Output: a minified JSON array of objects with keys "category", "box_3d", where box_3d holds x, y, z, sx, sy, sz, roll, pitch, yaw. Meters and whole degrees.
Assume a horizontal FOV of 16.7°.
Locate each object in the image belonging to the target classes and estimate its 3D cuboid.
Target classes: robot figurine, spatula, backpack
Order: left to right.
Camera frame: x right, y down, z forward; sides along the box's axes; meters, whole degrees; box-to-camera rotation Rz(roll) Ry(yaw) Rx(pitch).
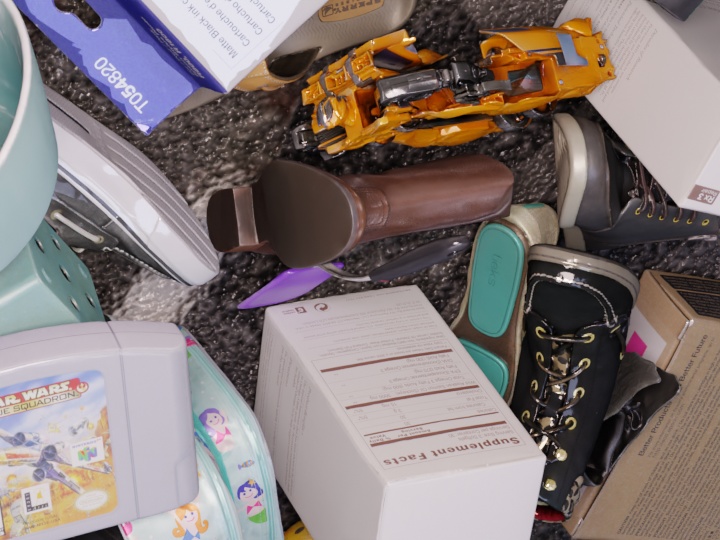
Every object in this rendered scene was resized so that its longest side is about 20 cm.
[{"category":"backpack","box_3d":[-0.133,0.144,1.557,0.150,0.200,0.178,-18,130,-16]},{"category":"spatula","box_3d":[0.000,0.000,1.562,0.056,0.200,0.021,-8,87,-42]},{"category":"robot figurine","box_3d":[0.052,-0.112,1.517,0.200,0.058,0.145,-8,169,-38]}]

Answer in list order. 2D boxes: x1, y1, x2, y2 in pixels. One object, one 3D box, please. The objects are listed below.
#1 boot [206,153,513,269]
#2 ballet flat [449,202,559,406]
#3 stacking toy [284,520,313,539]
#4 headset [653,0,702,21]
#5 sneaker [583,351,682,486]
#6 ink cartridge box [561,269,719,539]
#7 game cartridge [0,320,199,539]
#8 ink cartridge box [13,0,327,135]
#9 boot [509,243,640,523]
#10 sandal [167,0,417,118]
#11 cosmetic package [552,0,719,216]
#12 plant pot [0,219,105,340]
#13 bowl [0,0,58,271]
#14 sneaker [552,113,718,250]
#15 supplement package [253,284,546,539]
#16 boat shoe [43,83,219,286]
[{"category":"boot","box_3d":[0.028,-0.043,1.526,0.200,0.186,0.064,-6,96,-28]},{"category":"ballet flat","box_3d":[0.097,0.041,1.704,0.062,0.067,0.200,-26,142,-49]},{"category":"stacking toy","box_3d":[-0.028,0.224,1.750,0.146,0.146,0.200,38,82,-42]},{"category":"headset","box_3d":[0.138,-0.232,1.487,0.200,0.124,0.094,34,103,-21]},{"category":"sneaker","box_3d":[0.135,0.124,1.754,0.060,0.104,0.200,30,106,-41]},{"category":"ink cartridge box","box_3d":[0.245,0.107,1.823,0.164,0.075,0.200,10,118,-32]},{"category":"game cartridge","box_3d":[-0.191,0.098,1.391,0.200,0.042,0.133,-14,131,-16]},{"category":"ink cartridge box","box_3d":[-0.109,-0.200,1.391,0.200,0.041,0.200,-42,118,5]},{"category":"boot","box_3d":[0.131,0.077,1.619,0.204,0.073,0.154,65,41,-70]},{"category":"sandal","box_3d":[-0.050,-0.139,1.489,0.200,0.055,0.082,-16,130,-18]},{"category":"cosmetic package","box_3d":[0.214,-0.113,1.556,0.113,0.200,0.081,11,118,-35]},{"category":"plant pot","box_3d":[-0.255,0.052,1.442,0.200,0.141,0.141,-32,133,6]},{"category":"bowl","box_3d":[-0.247,-0.061,1.357,0.201,0.201,0.105,-38,144,2]},{"category":"sneaker","box_3d":[0.181,-0.061,1.598,0.106,0.075,0.200,-4,171,7]},{"category":"supplement package","box_3d":[0.021,0.116,1.620,0.117,0.200,0.117,-8,127,-24]},{"category":"boat shoe","box_3d":[-0.170,-0.047,1.493,0.071,0.072,0.200,-39,123,14]}]
